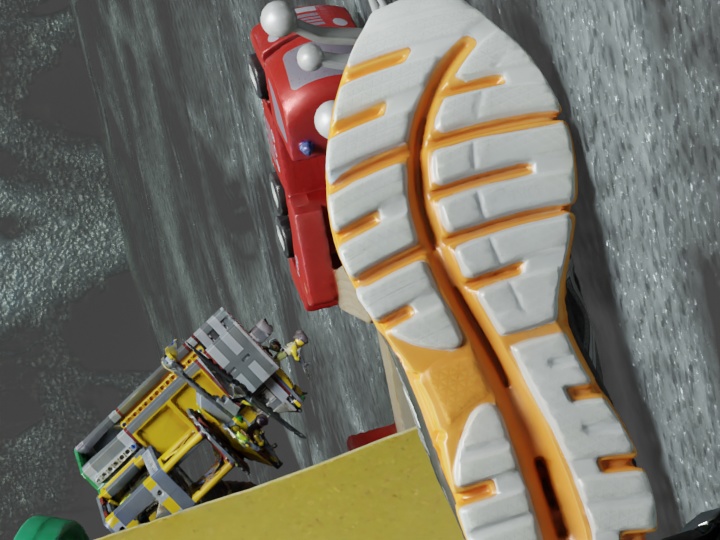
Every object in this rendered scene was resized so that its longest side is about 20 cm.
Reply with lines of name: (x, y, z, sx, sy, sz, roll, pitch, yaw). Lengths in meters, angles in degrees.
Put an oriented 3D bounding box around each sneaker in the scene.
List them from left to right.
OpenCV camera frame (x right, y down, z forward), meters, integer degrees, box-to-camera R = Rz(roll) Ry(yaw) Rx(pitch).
sneaker: (0.037, 0.012, 0.713, 0.077, 0.078, 0.200, 99, 158, -90)

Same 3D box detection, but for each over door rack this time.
over door rack: (-0.006, -0.117, 0.786, 0.148, 0.067, 0.200, -116, 15, -49)

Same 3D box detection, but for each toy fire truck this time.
toy fire truck: (0.000, 0.000, 0.979, 0.141, 0.049, 0.200, -115, 13, -50)

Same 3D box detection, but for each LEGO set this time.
LEGO set: (-0.041, 0.094, 1.000, 0.154, 0.116, 0.200, 46, 177, -4)

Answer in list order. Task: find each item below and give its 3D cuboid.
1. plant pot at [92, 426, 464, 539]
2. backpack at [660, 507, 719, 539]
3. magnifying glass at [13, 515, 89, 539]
plant pot: (0.010, 0.203, 0.808, 0.194, 0.195, 0.200, 88, 159, -50)
backpack: (0.039, 0.173, 0.553, 0.135, 0.200, 0.183, -117, 16, -54)
magnifying glass: (-0.114, 0.135, 0.915, 0.200, 0.022, 0.080, 4, -88, -84)
